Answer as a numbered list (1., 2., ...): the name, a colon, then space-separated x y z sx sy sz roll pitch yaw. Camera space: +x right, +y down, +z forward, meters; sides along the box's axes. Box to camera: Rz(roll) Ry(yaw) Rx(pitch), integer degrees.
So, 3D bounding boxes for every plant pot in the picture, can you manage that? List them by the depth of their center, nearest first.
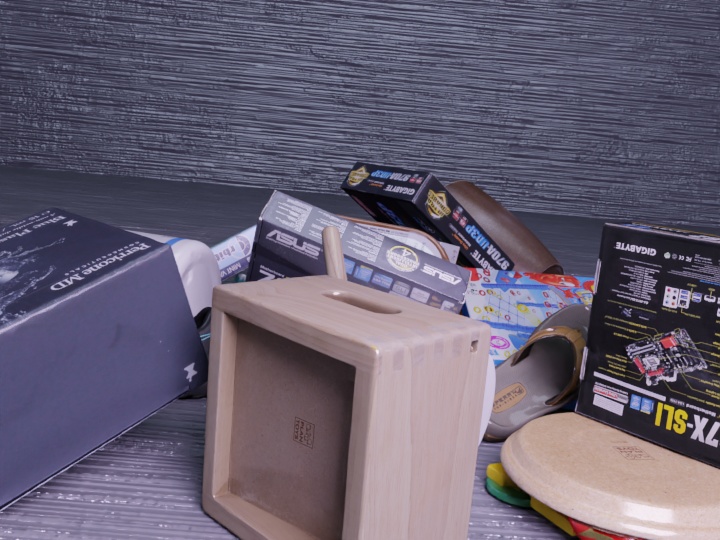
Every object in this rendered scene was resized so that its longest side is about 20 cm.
1. plant pot: 0.198 -0.010 1.192 0.186 0.189 0.199 -6 30 -46

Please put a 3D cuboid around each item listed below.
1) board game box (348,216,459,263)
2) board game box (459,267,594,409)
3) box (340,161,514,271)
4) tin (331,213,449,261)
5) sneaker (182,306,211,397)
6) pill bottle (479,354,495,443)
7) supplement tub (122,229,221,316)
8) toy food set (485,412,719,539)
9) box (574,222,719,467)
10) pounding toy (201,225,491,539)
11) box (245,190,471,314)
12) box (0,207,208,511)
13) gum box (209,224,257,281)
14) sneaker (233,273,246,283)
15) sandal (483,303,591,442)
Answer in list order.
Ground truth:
1. board game box: 0.035 0.014 1.017 0.034 0.136 0.199 11 6 -36
2. board game box: 0.208 0.072 0.878 0.193 0.057 0.201 4 27 -4
3. box: 0.088 -0.059 1.031 0.200 0.046 0.158 41 -13 -35
4. tin: 0.000 0.000 0.845 0.197 0.113 0.042 10 -25 11
5. sneaker: -0.215 0.078 0.726 0.198 0.080 0.075 -4 14 -36
6. pill bottle: 0.005 0.088 0.664 0.198 0.121 0.119 12 13 30
7. supplement tub: -0.264 0.021 0.859 0.197 0.134 0.132 8 11 15
8. toy food set: 0.201 0.157 0.592 0.198 0.049 0.197 -1 12 -28
9. box: 0.264 0.057 0.585 0.049 0.162 0.199 -4 13 -41
10. pounding toy: -0.014 0.078 0.531 0.141 0.187 0.199 -5 14 -43
11. box: -0.012 0.028 0.762 0.198 0.162 0.049 23 45 1
12. box: -0.251 0.053 0.577 0.199 0.119 0.196 16 36 43
13. gum box: -0.171 -0.019 1.041 0.169 0.045 0.200 -28 7 -11
14. sneaker: -0.089 0.061 0.929 0.090 0.078 0.199 9 14 -37
15. sandal: 0.173 0.086 0.741 0.199 0.055 0.082 -25 60 -31
